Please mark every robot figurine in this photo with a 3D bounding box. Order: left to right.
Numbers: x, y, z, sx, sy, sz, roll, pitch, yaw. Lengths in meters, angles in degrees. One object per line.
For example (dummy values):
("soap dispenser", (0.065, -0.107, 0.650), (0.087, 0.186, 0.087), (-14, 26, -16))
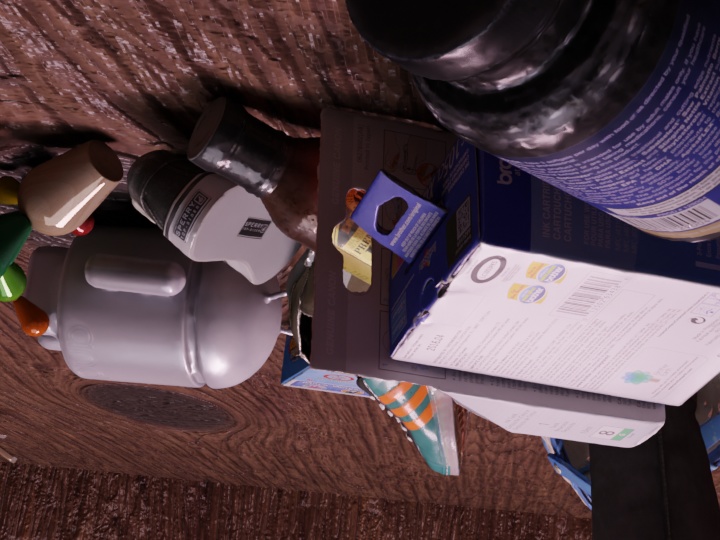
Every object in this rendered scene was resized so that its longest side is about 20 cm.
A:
("robot figurine", (-0.143, 0.026, 1.213), (0.199, 0.114, 0.170), (3, 165, 11))

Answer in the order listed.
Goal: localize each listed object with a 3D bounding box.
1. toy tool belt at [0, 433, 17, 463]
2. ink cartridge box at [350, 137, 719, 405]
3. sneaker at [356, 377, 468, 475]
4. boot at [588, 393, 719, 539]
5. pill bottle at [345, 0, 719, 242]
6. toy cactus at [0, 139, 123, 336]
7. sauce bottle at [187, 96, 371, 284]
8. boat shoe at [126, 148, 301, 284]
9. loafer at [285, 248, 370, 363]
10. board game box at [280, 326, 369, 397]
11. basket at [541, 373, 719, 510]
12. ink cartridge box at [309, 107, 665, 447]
("toy tool belt", (-0.574, 0.262, 2.417), (0.122, 0.126, 0.200), (20, 163, -21))
("ink cartridge box", (0.097, -0.004, 0.826), (0.199, 0.077, 0.137), (8, 151, -15))
("sneaker", (0.037, 0.084, 1.331), (0.079, 0.072, 0.201), (-2, 129, 16))
("boot", (0.154, 0.115, 1.057), (0.181, 0.201, 0.073), (8, 166, -14))
("pill bottle", (0.087, -0.086, 0.629), (0.111, 0.113, 0.200), (-5, 164, 39))
("toy cactus", (-0.213, -0.018, 1.045), (0.165, 0.103, 0.200), (-33, 179, 26))
("sauce bottle", (-0.005, -0.032, 0.944), (0.199, 0.065, 0.065), (27, 159, -22))
("boat shoe", (-0.081, -0.041, 1.027), (0.064, 0.071, 0.200), (36, -176, 16))
("loafer", (0.000, 0.000, 1.060), (0.075, 0.070, 0.200), (8, 149, -11))
("board game box", (0.048, 0.074, 1.465), (0.199, 0.056, 0.196), (9, 166, -13))
("basket", (0.212, 0.103, 1.230), (0.176, 0.140, 0.200), (-32, -164, -14))
("ink cartridge box", (0.066, 0.005, 0.918), (0.199, 0.162, 0.050), (8, 152, -13))
